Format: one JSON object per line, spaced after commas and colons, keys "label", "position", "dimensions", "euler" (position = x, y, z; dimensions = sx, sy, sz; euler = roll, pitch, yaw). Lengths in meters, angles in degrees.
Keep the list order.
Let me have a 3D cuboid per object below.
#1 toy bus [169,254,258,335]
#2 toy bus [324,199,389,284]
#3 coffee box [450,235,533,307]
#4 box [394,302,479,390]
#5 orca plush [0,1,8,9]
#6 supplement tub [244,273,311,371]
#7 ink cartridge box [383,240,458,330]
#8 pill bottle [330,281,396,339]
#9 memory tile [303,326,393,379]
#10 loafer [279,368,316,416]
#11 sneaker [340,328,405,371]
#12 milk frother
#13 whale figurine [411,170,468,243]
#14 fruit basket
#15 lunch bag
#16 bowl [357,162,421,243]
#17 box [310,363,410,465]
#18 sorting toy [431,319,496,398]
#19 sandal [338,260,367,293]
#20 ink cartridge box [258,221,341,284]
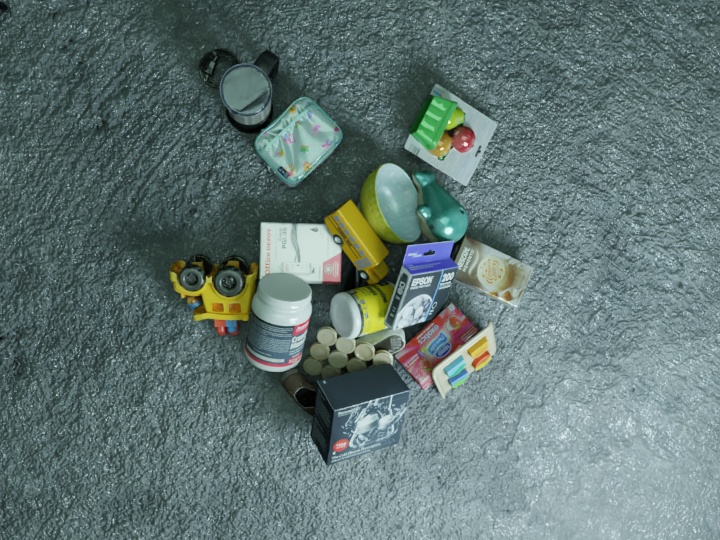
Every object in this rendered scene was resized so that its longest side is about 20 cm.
{"label": "toy bus", "position": [-0.349, 0.066, 1.523], "dimensions": [0.199, 0.136, 0.193], "euler": [3, 106, -5]}
{"label": "toy bus", "position": [0.000, -0.065, 1.509], "dimensions": [0.200, 0.078, 0.065], "euler": [54, 52, -10]}
{"label": "coffee box", "position": [0.321, 0.003, 1.624], "dimensions": [0.199, 0.080, 0.115], "euler": [24, 87, -7]}
{"label": "box", "position": [0.193, 0.191, 1.586], "dimensions": [0.200, 0.096, 0.100], "euler": [-41, 67, -5]}
{"label": "orca plush", "position": [-0.918, -0.575, 1.477], "dimensions": [0.199, 0.071, 0.105], "euler": [-22, 49, -11]}
{"label": "supplement tub", "position": [-0.192, 0.123, 1.494], "dimensions": [0.140, 0.140, 0.201], "euler": [10, 119, -7]}
{"label": "ink cartridge box", "position": [0.152, 0.032, 1.500], "dimensions": [0.043, 0.198, 0.201], "euler": [30, 115, 34]}
{"label": "pill bottle", "position": [0.036, 0.090, 1.545], "dimensions": [0.199, 0.112, 0.113], "euler": [-13, 93, -34]}
{"label": "memory tile", "position": [-0.032, 0.227, 1.570], "dimensions": [0.199, 0.017, 0.154], "euler": [23, 119, -1]}
{"label": "loafer", "position": [-0.122, 0.315, 1.535], "dimensions": [0.073, 0.071, 0.200], "euler": [-42, 132, 1]}
{"label": "sneaker", "position": [0.022, 0.192, 1.601], "dimensions": [0.199, 0.085, 0.073], "euler": [-21, 112, 13]}
{"label": "milk frother", "position": [-0.296, -0.437, 1.485], "dimensions": [0.199, 0.188, 0.181], "euler": [14, 88, -7]}
{"label": "whale figurine", "position": [0.198, -0.163, 1.576], "dimensions": [0.159, 0.104, 0.201], "euler": [-13, 82, -49]}
{"label": "fruit basket", "position": [0.229, -0.343, 1.618], "dimensions": [0.200, 0.094, 0.186], "euler": [28, 87, -23]}
{"label": "lunch bag", "position": [-0.157, -0.315, 1.559], "dimensions": [0.200, 0.077, 0.160], "euler": [-44, 96, -5]}
{"label": "bowl", "position": [0.056, -0.153, 1.563], "dimensions": [0.107, 0.200, 0.201], "euler": [-16, 94, 36]}
{"label": "box", "position": [-0.004, 0.339, 1.506], "dimensions": [0.199, 0.104, 0.183], "euler": [-10, 126, -26]}
{"label": "sorting toy", "position": [0.266, 0.227, 1.577], "dimensions": [0.200, 0.185, 0.036], "euler": [-41, 60, -7]}
{"label": "sandal", "position": [0.000, -0.001, 1.580], "dimensions": [0.043, 0.076, 0.201], "euler": [19, 87, 32]}
{"label": "ink cartridge box", "position": [-0.149, -0.041, 1.559], "dimensions": [0.199, 0.083, 0.147], "euler": [1, 89, -8]}
